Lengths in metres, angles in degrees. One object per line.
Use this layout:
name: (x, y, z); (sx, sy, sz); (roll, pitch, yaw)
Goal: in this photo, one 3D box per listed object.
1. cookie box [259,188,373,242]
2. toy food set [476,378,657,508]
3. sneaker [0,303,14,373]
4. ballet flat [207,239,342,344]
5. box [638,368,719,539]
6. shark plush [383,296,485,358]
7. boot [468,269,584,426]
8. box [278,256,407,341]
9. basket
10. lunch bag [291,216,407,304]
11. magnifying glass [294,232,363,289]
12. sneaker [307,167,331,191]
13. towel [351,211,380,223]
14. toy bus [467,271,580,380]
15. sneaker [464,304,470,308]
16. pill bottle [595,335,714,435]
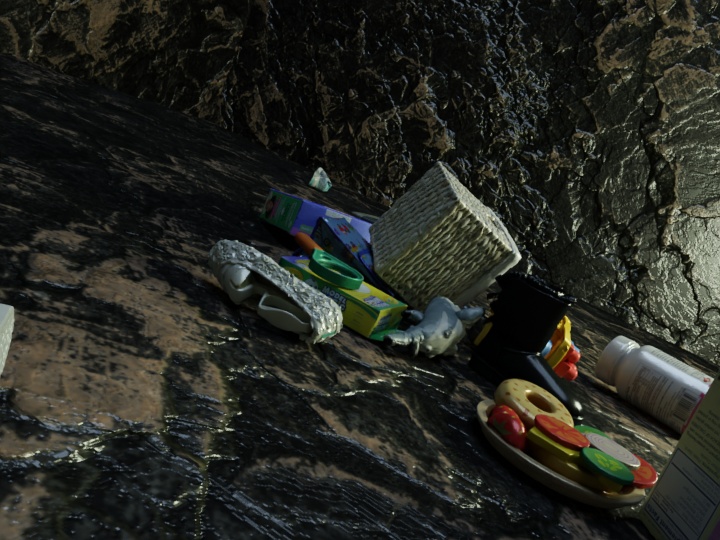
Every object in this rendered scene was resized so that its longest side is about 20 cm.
cookie box: (-0.093, -0.099, 1.254); (0.171, 0.075, 0.200); (18, 3, -29)
toy food set: (0.224, 0.190, 0.676); (0.198, 0.049, 0.200); (28, 11, 27)
sneaker: (-0.234, 0.062, 0.297); (0.082, 0.074, 0.200); (10, 7, -21)
ballet flat: (-0.113, 0.025, 0.726); (0.200, 0.072, 0.072); (27, 11, 16)
box: (0.407, 0.209, 0.582); (0.175, 0.201, 0.097); (23, 10, -5)
shark plush: (0.089, 0.087, 0.871); (0.083, 0.091, 0.200); (43, 42, 23)
boot: (0.255, 0.103, 0.867); (0.198, 0.163, 0.073); (33, 15, 39)
box: (-0.019, 0.041, 0.892); (0.200, 0.048, 0.117); (30, 12, 20)
basket: (0.133, -0.047, 1.057); (0.161, 0.200, 0.198); (39, 19, -21)
lunch bag: (0.000, 0.000, 1.074); (0.200, 0.094, 0.151); (39, 11, 8)
magnifying glass: (-0.057, -0.019, 0.922); (0.079, 0.022, 0.200); (17, 11, -30)
sneaker: (-0.158, -0.351, 2.431); (0.086, 0.078, 0.200); (35, 17, -8)
towel: (0.089, -0.144, 2.058); (0.192, 0.035, 0.200); (28, 13, 36)
toy bus: (0.299, 0.116, 1.048); (0.192, 0.136, 0.200); (43, 17, 11)
sneaker: (0.186, 0.046, 1.205); (0.074, 0.081, 0.200); (22, 11, -8)
pill bottle: (0.541, 0.207, 1.107); (0.113, 0.114, 0.200); (13, 16, -45)
